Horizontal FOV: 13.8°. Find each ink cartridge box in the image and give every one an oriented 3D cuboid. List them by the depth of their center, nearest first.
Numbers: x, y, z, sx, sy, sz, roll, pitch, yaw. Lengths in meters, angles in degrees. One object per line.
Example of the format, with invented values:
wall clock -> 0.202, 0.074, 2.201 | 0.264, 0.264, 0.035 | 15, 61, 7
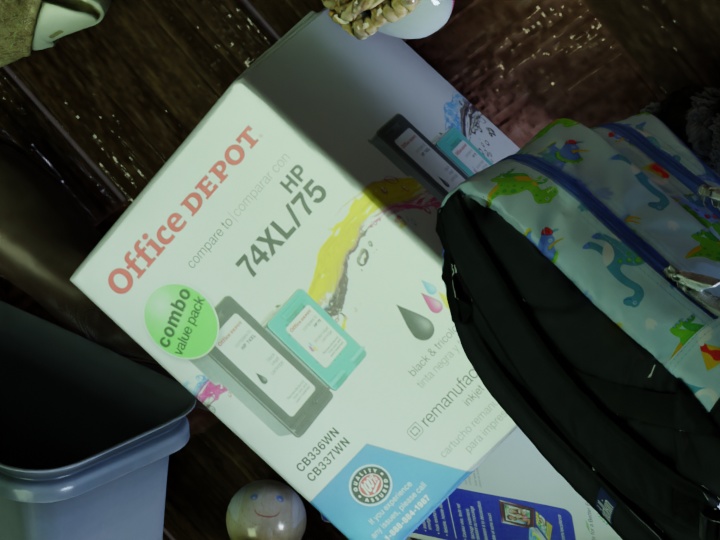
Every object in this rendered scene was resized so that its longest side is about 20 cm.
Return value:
ink cartridge box -> 0.000, 0.000, 1.408 | 0.200, 0.146, 0.147 | 42, 120, 0
ink cartridge box -> 0.064, 0.100, 1.543 | 0.200, 0.039, 0.099 | 9, 129, 28

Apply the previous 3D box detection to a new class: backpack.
backpack -> 0.117, 0.028, 1.244 | 0.200, 0.154, 0.163 | 32, 154, 24

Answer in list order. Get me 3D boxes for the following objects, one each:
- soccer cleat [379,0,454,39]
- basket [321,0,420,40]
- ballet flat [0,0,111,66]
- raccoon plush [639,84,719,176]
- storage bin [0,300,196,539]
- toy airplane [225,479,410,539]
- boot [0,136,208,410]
soccer cleat -> -0.046, -0.170, 1.372 | 0.200, 0.086, 0.070 | 45, 137, -4
basket -> 0.022, -0.210, 1.210 | 0.149, 0.200, 0.143 | 48, 138, -10
ballet flat -> -0.148, -0.155, 1.476 | 0.065, 0.071, 0.200 | 26, 140, -4
raccoon plush -> 0.174, -0.024, 1.294 | 0.200, 0.134, 0.097 | -24, 108, 44
storage bin -> -0.191, 0.116, 1.536 | 0.200, 0.146, 0.134 | 21, 121, 38
toy airplane -> -0.055, 0.187, 1.643 | 0.200, 0.141, 0.199 | 17, 163, -39
boot -> -0.119, 0.004, 1.532 | 0.186, 0.064, 0.200 | 49, 163, -26
